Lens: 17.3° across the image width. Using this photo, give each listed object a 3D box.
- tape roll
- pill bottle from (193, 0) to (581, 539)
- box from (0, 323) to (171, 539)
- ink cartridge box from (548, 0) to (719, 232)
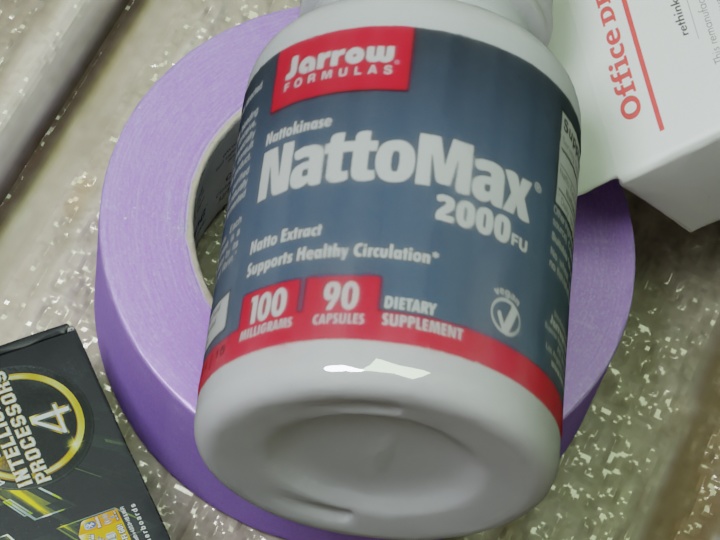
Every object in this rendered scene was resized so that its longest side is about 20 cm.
[{"bbox_3d":[0.000,0.000,0.887,0.198,0.066,0.202,3,61,-6],"label":"tape roll"},{"bbox_3d":[0.014,-0.023,0.796,0.118,0.120,0.202,8,60,-4],"label":"pill bottle"},{"bbox_3d":[-0.135,0.130,0.795,0.160,0.049,0.201,-19,59,-15],"label":"box"},{"bbox_3d":[0.143,-0.095,0.858,0.199,0.068,0.116,-25,62,25],"label":"ink cartridge box"}]
